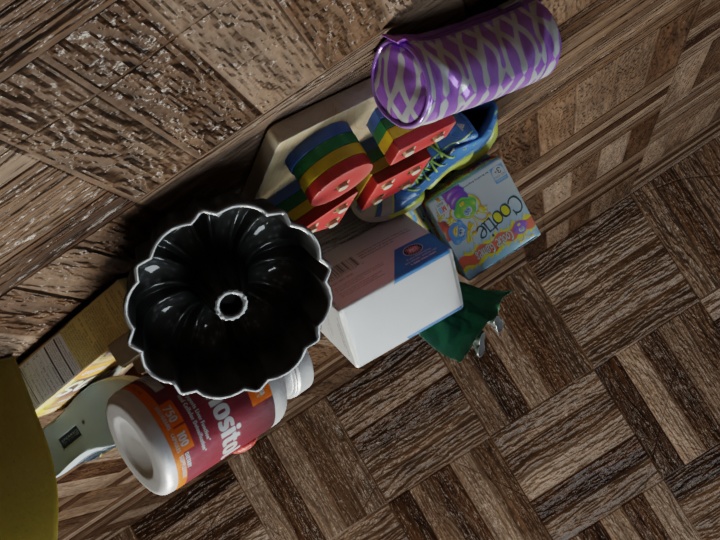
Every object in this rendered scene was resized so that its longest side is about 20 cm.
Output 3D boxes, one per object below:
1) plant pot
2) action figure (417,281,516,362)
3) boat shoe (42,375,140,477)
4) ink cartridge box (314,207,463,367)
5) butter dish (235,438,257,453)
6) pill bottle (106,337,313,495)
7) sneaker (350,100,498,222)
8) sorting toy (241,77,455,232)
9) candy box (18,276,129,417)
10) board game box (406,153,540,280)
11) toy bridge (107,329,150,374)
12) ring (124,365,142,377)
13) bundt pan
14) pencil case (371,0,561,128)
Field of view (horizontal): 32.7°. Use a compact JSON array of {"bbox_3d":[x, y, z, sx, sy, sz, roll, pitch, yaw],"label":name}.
[{"bbox_3d":[-0.412,0.239,1.219,0.194,0.202,0.194,-40,169,38],"label":"plant pot"},{"bbox_3d":[0.067,0.036,1.415,0.118,0.198,0.055,-44,141,-32],"label":"action figure"},{"bbox_3d":[-0.278,0.160,1.346,0.199,0.072,0.091,-31,177,31],"label":"boat shoe"},{"bbox_3d":[0.000,0.000,1.370,0.143,0.200,0.085,-28,125,-16],"label":"ink cartridge box"},{"bbox_3d":[-0.179,0.167,1.586,0.197,0.150,0.200,-16,-162,27],"label":"butter dish"},{"bbox_3d":[-0.148,0.129,1.245,0.199,0.114,0.113,-31,171,-31],"label":"pill bottle"},{"bbox_3d":[0.072,-0.133,1.341,0.199,0.076,0.105,-37,170,-18],"label":"sneaker"},{"bbox_3d":[-0.009,-0.107,1.199,0.197,0.070,0.200,-29,170,-23],"label":"sorting toy"},{"bbox_3d":[-0.273,0.077,1.295,0.199,0.056,0.115,-38,170,24],"label":"candy box"},{"bbox_3d":[0.120,-0.074,1.469,0.104,0.104,0.200,-32,-166,-5],"label":"board game box"},{"bbox_3d":[-0.206,0.077,1.264,0.067,0.027,0.200,-36,173,-4],"label":"toy bridge"},{"bbox_3d":[-0.206,0.105,1.517,0.198,0.019,0.201,-24,-165,7],"label":"ring"},{"bbox_3d":[-0.129,0.014,1.154,0.200,0.203,0.076,-32,-146,-2],"label":"bundt pan"},{"bbox_3d":[0.099,-0.192,1.102,0.199,0.083,0.087,-28,135,-38],"label":"pencil case"}]
